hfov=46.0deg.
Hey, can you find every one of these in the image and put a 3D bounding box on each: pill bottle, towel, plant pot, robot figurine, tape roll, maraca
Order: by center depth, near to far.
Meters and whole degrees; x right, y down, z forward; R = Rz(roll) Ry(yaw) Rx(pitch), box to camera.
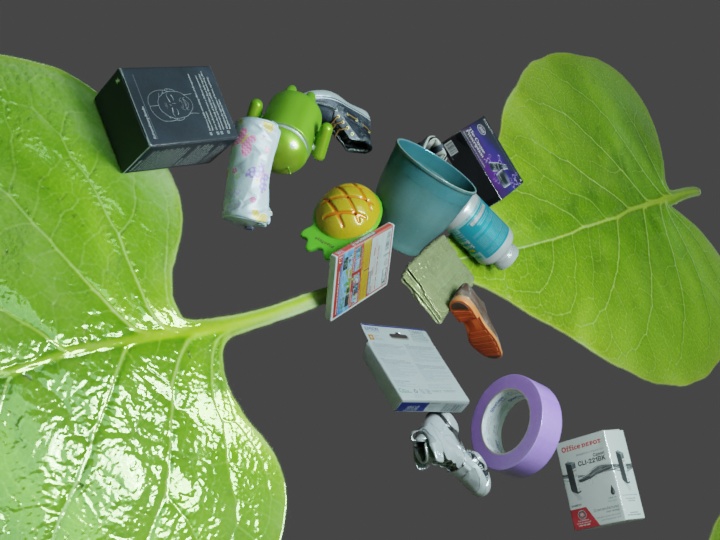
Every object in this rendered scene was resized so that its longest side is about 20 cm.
[{"bbox_3d":[-0.146,-0.277,1.696,0.173,0.116,0.202,20,53,-2],"label":"robot figurine"},{"bbox_3d":[-0.037,-0.099,1.714,0.136,0.108,0.201,23,56,20],"label":"maraca"},{"bbox_3d":[0.321,0.322,1.765,0.065,0.199,0.203,26,53,-32],"label":"tape roll"},{"bbox_3d":[0.113,-0.144,1.797,0.198,0.189,0.201,28,20,-11],"label":"plant pot"},{"bbox_3d":[0.174,0.016,1.907,0.149,0.036,0.200,54,44,-7],"label":"towel"},{"bbox_3d":[0.287,-0.091,2.015,0.200,0.110,0.112,42,46,-18],"label":"pill bottle"}]

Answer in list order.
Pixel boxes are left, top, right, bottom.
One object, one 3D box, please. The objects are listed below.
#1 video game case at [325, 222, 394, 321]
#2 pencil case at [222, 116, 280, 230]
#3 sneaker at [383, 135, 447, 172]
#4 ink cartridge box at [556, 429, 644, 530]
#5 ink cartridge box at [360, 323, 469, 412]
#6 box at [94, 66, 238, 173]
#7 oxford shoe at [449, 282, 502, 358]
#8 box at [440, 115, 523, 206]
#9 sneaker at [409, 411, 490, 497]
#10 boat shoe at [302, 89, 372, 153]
[{"bbox_3d":[0.000,0.000,1.694,0.199,0.017,0.145,-31,136,-48],"label":"video game case"},{"bbox_3d":[-0.202,-0.181,1.572,0.083,0.089,0.204,35,59,-75],"label":"pencil case"},{"bbox_3d":[0.156,-0.261,1.957,0.077,0.146,0.202,54,42,-4],"label":"sneaker"},{"bbox_3d":[0.543,0.477,1.936,0.083,0.144,0.203,10,62,-39],"label":"ink cartridge box"},{"bbox_3d":[0.101,0.199,1.716,0.198,0.041,0.201,10,38,-40],"label":"ink cartridge box"},{"bbox_3d":[-0.343,-0.271,1.512,0.198,0.106,0.150,-15,80,-47],"label":"box"},{"bbox_3d":[0.271,0.115,1.901,0.201,0.070,0.073,58,42,-29],"label":"oxford shoe"},{"bbox_3d":[0.311,-0.273,2.161,0.202,0.078,0.141,58,40,-3],"label":"box"},{"bbox_3d":[0.173,0.381,1.689,0.114,0.075,0.202,-29,85,-47],"label":"sneaker"},{"bbox_3d":[-0.048,-0.321,1.844,0.198,0.071,0.092,13,56,-41],"label":"boat shoe"}]
